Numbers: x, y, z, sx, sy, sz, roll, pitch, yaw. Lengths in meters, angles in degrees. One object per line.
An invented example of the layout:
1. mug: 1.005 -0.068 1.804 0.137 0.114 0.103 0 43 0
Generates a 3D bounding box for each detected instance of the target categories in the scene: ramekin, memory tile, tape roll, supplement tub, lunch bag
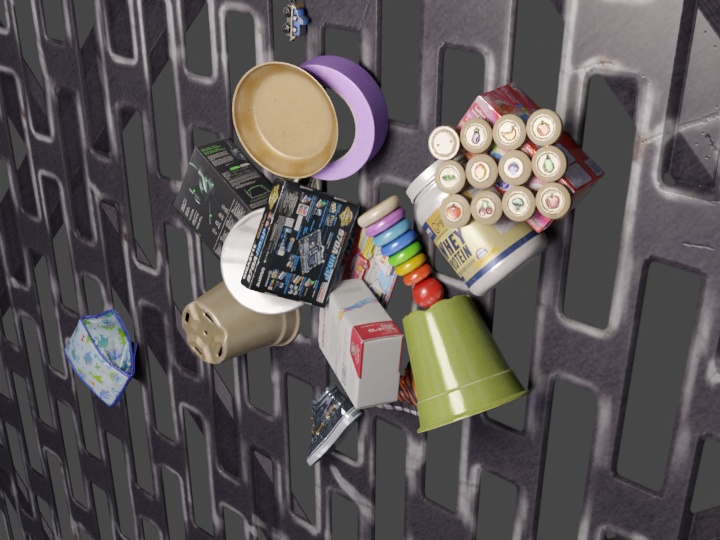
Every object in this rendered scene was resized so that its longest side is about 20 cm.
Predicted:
1. ramekin: -0.158 -0.014 1.684 0.203 0.202 0.094 54 178 8
2. memory tile: 0.194 -0.141 1.252 0.199 0.017 0.154 -4 97 31
3. tape roll: -0.055 -0.258 1.516 0.199 0.066 0.201 12 121 20
4. supplement tub: 0.176 -0.077 1.369 0.200 0.144 0.144 54 135 9
5. lunch bag: -0.655 0.229 2.297 0.200 0.127 0.170 57 136 19

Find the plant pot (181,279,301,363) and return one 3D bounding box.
1. plant pot: -0.256 0.096 1.823 0.200 0.183 0.201 20 123 35

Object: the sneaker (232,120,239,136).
1. sneaker: -0.164 -0.291 1.620 0.200 0.087 0.074 -25 92 46

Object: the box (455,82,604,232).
1. box: 0.240 -0.167 1.299 0.200 0.100 0.096 48 134 13

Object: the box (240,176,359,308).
1. box: -0.105 -0.047 1.562 0.046 0.158 0.201 28 101 57

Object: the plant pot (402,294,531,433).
1. plant pot: 0.158 0.147 1.487 0.200 0.199 0.191 -29 76 46

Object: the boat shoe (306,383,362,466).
1. boat shoe: -0.074 0.319 1.851 0.091 0.071 0.200 48 127 16

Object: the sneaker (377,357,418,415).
1. sneaker: 0.080 0.200 1.652 0.199 0.078 0.113 9 112 28

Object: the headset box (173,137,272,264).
1. headset box: -0.271 -0.140 1.785 0.200 0.093 0.174 47 134 17

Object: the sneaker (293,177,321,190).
1. sneaker: -0.116 -0.094 1.611 0.073 0.071 0.201 9 79 3

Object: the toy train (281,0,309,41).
1. toy train: -0.104 -0.487 1.512 0.046 0.034 0.201 18 121 21

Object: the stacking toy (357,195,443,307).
1. stacking toy: 0.080 -0.026 1.541 0.085 0.085 0.201 -26 98 46

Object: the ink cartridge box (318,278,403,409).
1. ink cartridge box: -0.003 0.125 1.598 0.200 0.082 0.146 -126 34 -53

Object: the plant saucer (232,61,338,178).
1. plant saucer: -0.120 -0.253 1.489 0.199 0.035 0.201 12 121 21

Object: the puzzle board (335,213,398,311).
1. puzzle board: 0.000 0.000 1.661 0.151 0.017 0.201 37 131 24
